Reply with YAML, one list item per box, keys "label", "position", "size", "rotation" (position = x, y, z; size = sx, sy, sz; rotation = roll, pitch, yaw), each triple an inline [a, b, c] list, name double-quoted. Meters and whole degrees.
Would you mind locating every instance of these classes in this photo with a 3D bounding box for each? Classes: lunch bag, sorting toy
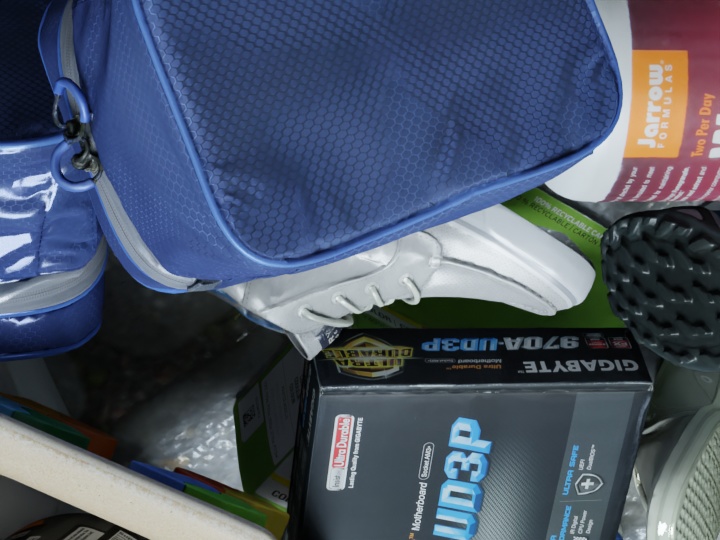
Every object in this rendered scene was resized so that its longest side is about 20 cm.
- label: "lunch bag"
  position: [-0.023, -0.071, 0.754]
  size: [0.199, 0.132, 0.136]
  rotation: [-20, 92, -24]
- label: "sorting toy"
  position: [-0.103, 0.091, 0.875]
  size: [0.185, 0.200, 0.037]
  rotation: [22, 81, 7]
- label: "lunch bag"
  position: [-0.191, -0.036, 0.850]
  size: [0.199, 0.136, 0.133]
  rotation: [-1, 128, -11]

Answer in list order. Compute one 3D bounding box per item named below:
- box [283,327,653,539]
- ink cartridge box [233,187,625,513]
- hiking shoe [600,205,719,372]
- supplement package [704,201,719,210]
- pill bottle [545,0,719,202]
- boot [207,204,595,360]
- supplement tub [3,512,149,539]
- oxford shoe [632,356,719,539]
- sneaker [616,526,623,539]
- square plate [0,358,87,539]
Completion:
- label: "box"
  position: [0.045, 0.116, 0.980]
  size: [0.158, 0.046, 0.201]
  rotation: [1, 127, -10]
- label: "ink cartridge box"
  position: [0.052, 0.058, 1.013]
  size: [0.148, 0.076, 0.200]
  rotation: [28, 120, -27]
- label: "hiking shoe"
  position: [0.194, 0.005, 0.898]
  size: [0.086, 0.200, 0.075]
  rotation: [-13, 103, -37]
- label: "supplement package"
  position: [0.272, 0.038, 1.013]
  size: [0.114, 0.110, 0.200]
  rotation: [-31, 126, 15]
- label: "pill bottle"
  position: [0.135, -0.085, 0.894]
  size: [0.199, 0.110, 0.110]
  rotation: [-1, 128, -10]
- label: "boot"
  position: [0.000, 0.000, 0.914]
  size: [0.199, 0.096, 0.074]
  rotation: [23, 168, 0]
- label: "supplement tub"
  position: [-0.149, 0.187, 0.936]
  size: [0.122, 0.200, 0.123]
  rotation: [3, 101, 16]
- label: "oxford shoe"
  position: [0.155, 0.090, 0.995]
  size: [0.058, 0.200, 0.075]
  rotation: [8, 112, 15]
- label: "sneaker"
  position: [0.061, 0.206, 1.122]
  size: [0.200, 0.089, 0.079]
  rotation: [-33, 125, 19]
- label: "square plate"
  position: [-0.231, 0.099, 0.973]
  size: [0.198, 0.028, 0.200]
  rotation: [-31, 127, -18]
